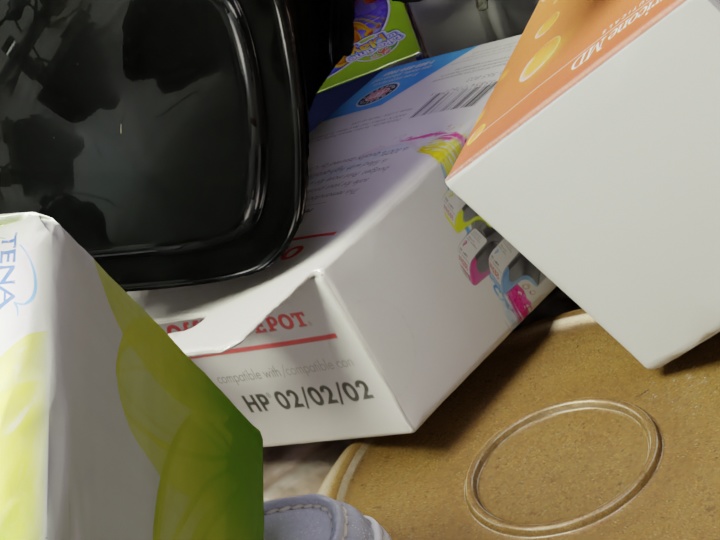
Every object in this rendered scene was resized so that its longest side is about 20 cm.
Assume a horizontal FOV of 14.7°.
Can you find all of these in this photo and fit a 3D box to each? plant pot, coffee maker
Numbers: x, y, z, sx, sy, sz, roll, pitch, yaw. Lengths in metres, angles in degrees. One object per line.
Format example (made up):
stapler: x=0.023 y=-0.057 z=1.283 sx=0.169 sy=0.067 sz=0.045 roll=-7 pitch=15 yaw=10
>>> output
plant pot: x=0.067 y=0.069 z=0.886 sx=0.200 sy=0.028 sz=0.200 roll=-16 pitch=31 yaw=10
coffee maker: x=-0.058 y=-0.086 z=0.954 sx=0.192 sy=0.135 sz=0.200 roll=-27 pitch=17 yaw=9

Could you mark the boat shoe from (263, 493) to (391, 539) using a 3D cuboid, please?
boat shoe: x=-0.087 y=0.112 z=0.866 sx=0.202 sy=0.065 sz=0.075 roll=-18 pitch=38 yaw=20

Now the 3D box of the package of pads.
package of pads: x=-0.081 y=0.102 z=0.744 sx=0.068 sy=0.155 sz=0.200 roll=-12 pitch=58 yaw=17

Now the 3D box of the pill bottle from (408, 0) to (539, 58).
pill bottle: x=0.114 y=-0.145 z=1.091 sx=0.200 sy=0.120 sz=0.120 roll=-18 pitch=32 yaw=8

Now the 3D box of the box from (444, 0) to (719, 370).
box: x=0.128 y=-0.085 z=0.917 sx=0.124 sy=0.097 sz=0.200 roll=-37 pitch=18 yaw=42

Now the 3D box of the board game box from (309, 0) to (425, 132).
board game box: x=-0.070 y=-0.066 z=1.159 sx=0.200 sy=0.045 sz=0.135 roll=-21 pitch=32 yaw=3

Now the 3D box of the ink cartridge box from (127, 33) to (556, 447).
ink cartridge box: x=0.000 y=0.000 z=0.960 sx=0.115 sy=0.068 sz=0.200 roll=-10 pitch=26 yaw=50
